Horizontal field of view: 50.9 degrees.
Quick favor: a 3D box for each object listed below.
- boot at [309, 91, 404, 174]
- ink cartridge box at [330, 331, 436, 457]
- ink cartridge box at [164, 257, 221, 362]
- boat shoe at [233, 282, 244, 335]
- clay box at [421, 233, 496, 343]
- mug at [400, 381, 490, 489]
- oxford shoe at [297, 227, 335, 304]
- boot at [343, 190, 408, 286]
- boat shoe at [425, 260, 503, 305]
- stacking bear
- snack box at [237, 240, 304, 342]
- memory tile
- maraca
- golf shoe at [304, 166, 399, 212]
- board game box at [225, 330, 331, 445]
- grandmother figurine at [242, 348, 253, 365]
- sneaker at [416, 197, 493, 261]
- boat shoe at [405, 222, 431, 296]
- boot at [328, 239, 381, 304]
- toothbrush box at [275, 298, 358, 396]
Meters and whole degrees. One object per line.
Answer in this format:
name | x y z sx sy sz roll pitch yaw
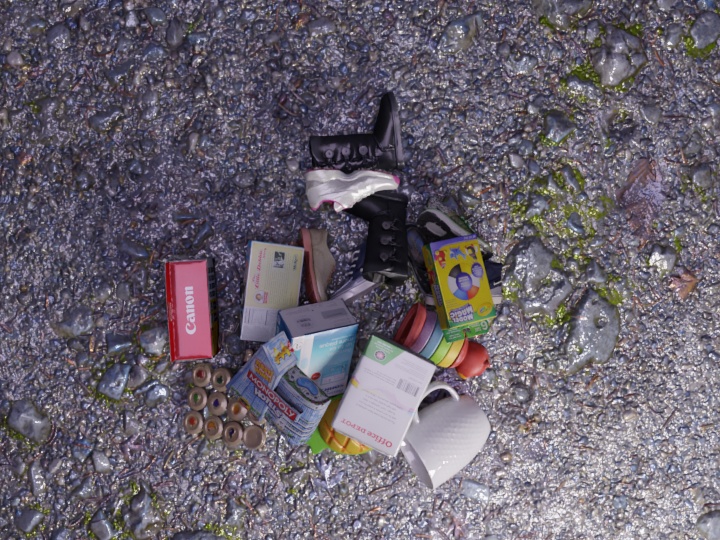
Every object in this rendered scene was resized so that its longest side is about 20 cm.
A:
boot | -0.013 -0.284 1.607 0.196 0.066 0.168 -8 91 1
ink cartridge box | 0.045 0.245 1.506 0.143 0.088 0.203 24 91 2
ink cartridge box | -0.341 0.078 1.544 0.082 0.176 0.204 -4 93 -3
boat shoe | -0.225 0.044 1.606 0.064 0.072 0.203 25 87 2
clay box | 0.203 0.036 1.533 0.113 0.048 0.204 -12 84 -23
mug | 0.171 0.328 1.592 0.174 0.147 0.202 -30 111 -15
oxford shoe | -0.082 0.003 1.596 0.073 0.071 0.204 -6 77 -19
boot | 0.019 -0.070 1.572 0.162 0.066 0.203 3 64 1
boat shoe | 0.221 0.024 1.604 0.197 0.074 0.095 -3 100 -34
stacking bear | 0.183 0.162 1.616 0.198 0.121 0.115 28 80 -7
snack box | -0.185 0.046 1.559 0.114 0.037 0.204 8 88 -21
memory tile | -0.280 0.285 1.591 0.197 0.017 0.156 9 85 19
maraca | -0.039 0.328 1.608 0.196 0.107 0.140 -7 99 7
golf shoe | -0.018 -0.164 1.553 0.196 0.075 0.093 0 87 -1
board game box | -0.158 0.223 1.462 0.199 0.201 0.061 41 46 15
grandmother figurine | -0.200 0.212 1.618 0.120 0.061 0.202 34 87 5
sneaker | 0.213 -0.093 1.628 0.199 0.077 0.090 34 51 -21
boat shoe | 0.141 -0.008 1.631 0.068 0.057 0.202 -30 95 -1
boot | 0.000 0.000 1.625 0.198 0.073 0.091 -31 79 -4
toothbrush box | -0.098 0.169 1.539 0.144 0.086 0.202 -9 133 -25
